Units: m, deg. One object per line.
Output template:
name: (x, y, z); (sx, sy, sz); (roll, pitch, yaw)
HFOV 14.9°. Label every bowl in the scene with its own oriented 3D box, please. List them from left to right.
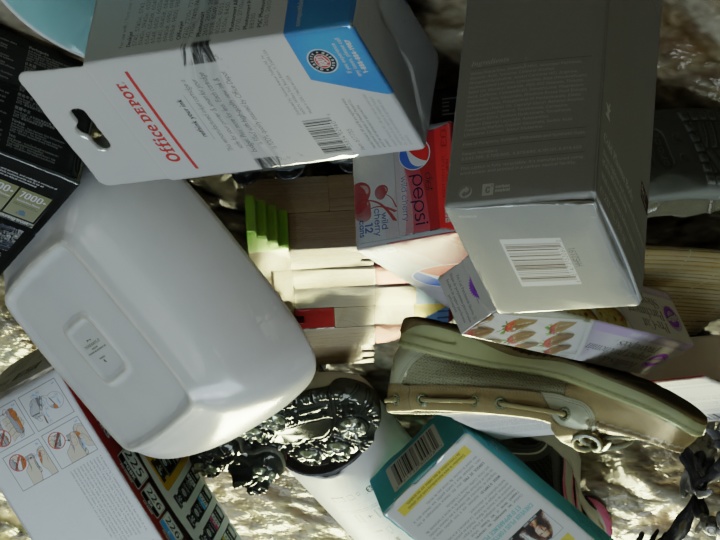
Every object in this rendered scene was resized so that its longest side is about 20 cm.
bowl: (-0.136, 0.028, 1.677); (0.200, 0.075, 0.200); (51, 149, -2)

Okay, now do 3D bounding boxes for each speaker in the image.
speaker: (0.019, 0.159, 1.942); (0.081, 0.081, 0.200); (-9, 144, 25)

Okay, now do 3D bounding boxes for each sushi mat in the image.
sushi mat: (0.165, 0.013, 1.651); (0.200, 0.012, 0.096); (2, 149, -43)

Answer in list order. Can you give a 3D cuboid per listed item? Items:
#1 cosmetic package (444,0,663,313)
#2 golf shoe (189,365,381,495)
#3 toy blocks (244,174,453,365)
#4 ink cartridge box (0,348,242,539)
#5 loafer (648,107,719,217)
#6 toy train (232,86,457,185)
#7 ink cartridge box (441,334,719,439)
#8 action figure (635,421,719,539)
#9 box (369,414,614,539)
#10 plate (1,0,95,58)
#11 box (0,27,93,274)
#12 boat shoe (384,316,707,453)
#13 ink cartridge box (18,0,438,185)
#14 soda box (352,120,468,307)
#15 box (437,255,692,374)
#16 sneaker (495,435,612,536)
cosmetic package: (0.103, -0.089, 1.428); (0.090, 0.200, 0.107); (-3, 149, 21)
golf shoe: (-0.049, 0.084, 1.807); (0.077, 0.088, 0.200); (27, 154, -23)
toy blocks: (0.000, 0.000, 1.701); (0.136, 0.100, 0.200); (-3, 151, -1)
ink cartridge box: (-0.164, 0.140, 1.843); (0.084, 0.176, 0.200); (-29, 99, 14)
loafer: (0.134, -0.053, 1.547); (0.200, 0.075, 0.070); (5, 148, -30)
toy train: (0.001, -0.083, 1.603); (0.200, 0.046, 0.034); (-6, 164, 17)
ink cartridge box: (0.150, 0.070, 1.750); (0.200, 0.045, 0.176); (-7, 167, 22)
action figure: (0.259, 0.145, 1.847); (0.119, 0.102, 0.200); (24, 135, -11)
box: (0.106, 0.182, 1.876); (0.082, 0.049, 0.200); (-44, 116, 9)
plate: (-0.111, -0.173, 1.508); (0.200, 0.026, 0.200); (6, 147, 4)
box: (-0.279, -0.084, 1.629); (0.200, 0.086, 0.164); (21, 146, -19)
boat shoe: (0.108, 0.080, 1.629); (0.200, 0.063, 0.073); (16, -179, 23)
ink cartridge box: (-0.072, -0.112, 1.506); (0.200, 0.068, 0.116); (-6, 145, 22)
soda box: (0.063, -0.023, 1.604); (0.063, 0.070, 0.200); (-10, 162, 22)
box: (0.119, 0.024, 1.568); (0.039, 0.041, 0.200); (-35, 152, 27)
sneaker: (0.126, 0.180, 1.943); (0.080, 0.086, 0.200); (-14, 141, 28)
